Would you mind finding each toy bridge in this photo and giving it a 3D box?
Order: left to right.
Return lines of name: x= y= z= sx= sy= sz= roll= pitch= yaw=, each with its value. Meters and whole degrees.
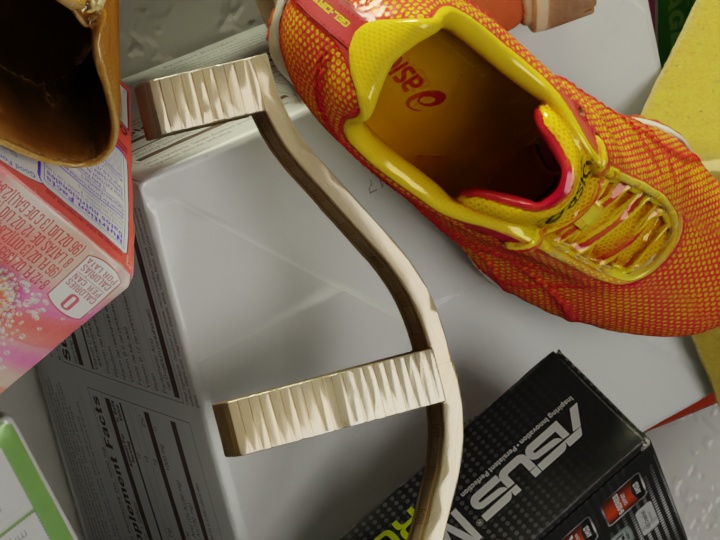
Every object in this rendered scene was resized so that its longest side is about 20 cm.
toy bridge: x=-0.007 y=0.037 z=0.716 sx=0.067 sy=0.027 sz=0.201 roll=-14 pitch=89 yaw=-14

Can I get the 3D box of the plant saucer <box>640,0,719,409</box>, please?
plant saucer: x=0.174 y=-0.029 z=0.906 sx=0.200 sy=0.048 sz=0.200 roll=-60 pitch=137 yaw=-39

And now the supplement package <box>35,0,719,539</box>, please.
supplement package: x=0.000 y=0.000 z=0.838 sx=0.200 sy=0.111 sz=0.156 roll=-25 pitch=113 yaw=-30

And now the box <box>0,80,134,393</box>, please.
box: x=-0.161 y=-0.054 z=0.675 sx=0.095 sy=0.103 sz=0.200 roll=-39 pitch=120 yaw=19

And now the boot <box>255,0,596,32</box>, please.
boot: x=-0.010 y=-0.151 z=0.794 sx=0.107 sy=0.201 sz=0.075 roll=-19 pitch=153 yaw=-3

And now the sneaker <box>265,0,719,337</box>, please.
sneaker: x=0.052 y=-0.022 z=0.746 sx=0.200 sy=0.077 sz=0.073 roll=28 pitch=105 yaw=-38

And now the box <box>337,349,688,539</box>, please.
box: x=0.036 y=0.129 z=0.825 sx=0.160 sy=0.044 sz=0.200 roll=-41 pitch=151 yaw=-7

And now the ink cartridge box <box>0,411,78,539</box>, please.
ink cartridge box: x=-0.111 y=0.127 z=0.782 sx=0.059 sy=0.104 sz=0.200 roll=-38 pitch=120 yaw=-25

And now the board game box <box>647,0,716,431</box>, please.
board game box: x=0.130 y=-0.053 z=0.971 sx=0.153 sy=0.040 sz=0.201 roll=-19 pitch=109 yaw=-33

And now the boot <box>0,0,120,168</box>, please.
boot: x=-0.086 y=-0.090 z=0.690 sx=0.201 sy=0.071 sz=0.144 roll=40 pitch=32 yaw=-65
